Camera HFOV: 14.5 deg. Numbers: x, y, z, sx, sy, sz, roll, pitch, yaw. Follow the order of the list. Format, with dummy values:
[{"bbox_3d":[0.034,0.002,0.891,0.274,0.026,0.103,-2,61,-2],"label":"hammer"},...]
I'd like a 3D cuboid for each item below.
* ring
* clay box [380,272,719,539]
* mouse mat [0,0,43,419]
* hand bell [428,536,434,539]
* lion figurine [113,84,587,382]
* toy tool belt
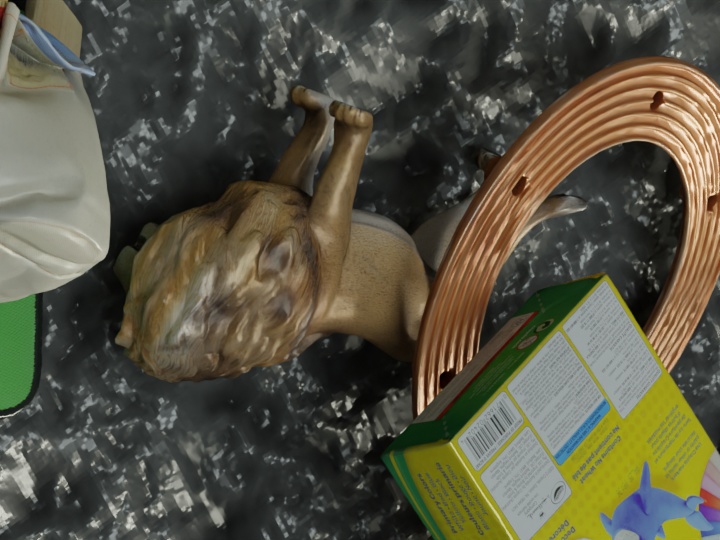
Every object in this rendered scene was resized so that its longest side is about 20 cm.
[{"bbox_3d":[0.087,0.004,1.164,0.200,0.019,0.201,-30,135,-34],"label":"ring"},{"bbox_3d":[0.103,0.116,1.104,0.115,0.047,0.201,-43,108,-37],"label":"clay box"},{"bbox_3d":[-0.192,-0.014,1.011,0.199,0.008,0.162,-7,105,-43],"label":"mouse mat"},{"bbox_3d":[0.111,0.186,1.177,0.199,0.104,0.105,26,87,-20],"label":"hand bell"},{"bbox_3d":[0.000,0.000,1.119,0.199,0.072,0.123,16,95,-36],"label":"lion figurine"},{"bbox_3d":[-0.167,-0.072,0.950,0.200,0.124,0.124,27,56,-45],"label":"toy tool belt"}]
